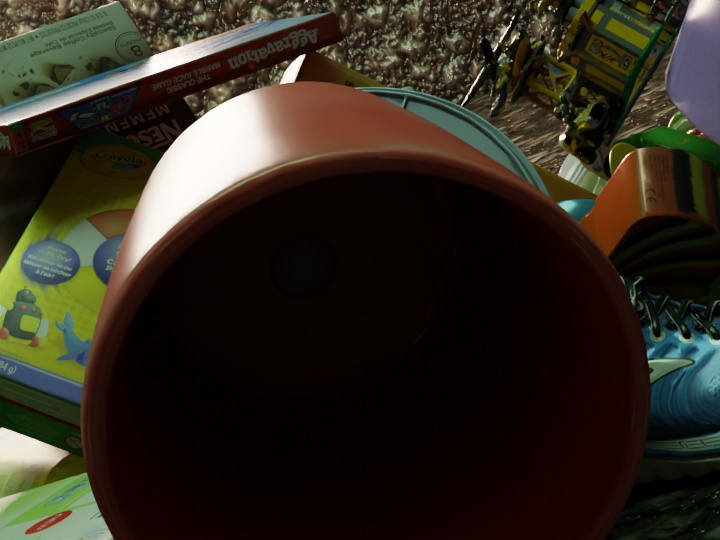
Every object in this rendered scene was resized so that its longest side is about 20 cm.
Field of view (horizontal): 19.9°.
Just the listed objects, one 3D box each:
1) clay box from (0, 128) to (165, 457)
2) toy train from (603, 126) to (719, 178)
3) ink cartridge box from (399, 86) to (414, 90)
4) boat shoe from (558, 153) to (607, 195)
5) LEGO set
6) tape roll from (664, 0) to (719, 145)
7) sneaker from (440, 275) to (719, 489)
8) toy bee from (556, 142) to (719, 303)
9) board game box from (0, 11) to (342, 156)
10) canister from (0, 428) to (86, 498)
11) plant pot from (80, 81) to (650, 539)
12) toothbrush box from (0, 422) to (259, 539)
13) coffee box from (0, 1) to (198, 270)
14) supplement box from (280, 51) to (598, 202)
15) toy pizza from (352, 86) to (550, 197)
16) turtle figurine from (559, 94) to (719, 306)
[{"bbox_3d":[-0.118,0.004,1.051,0.048,0.115,0.200,106,-175,-50],"label":"clay box"},{"bbox_3d":[0.204,-0.031,0.999,0.056,0.042,0.200,-21,30,-37],"label":"toy train"},{"bbox_3d":[-0.015,0.001,1.202,0.200,0.162,0.050,-27,-4,-29],"label":"ink cartridge box"},{"bbox_3d":[0.158,-0.034,1.361,0.062,0.072,0.200,7,23,21],"label":"boat shoe"},{"bbox_3d":[0.122,-0.169,1.076,0.200,0.116,0.154,-59,-8,-10],"label":"LEGO set"},{"bbox_3d":[0.253,-0.093,0.995,0.200,0.066,0.200,14,26,-7],"label":"tape roll"},{"bbox_3d":[0.120,0.038,0.832,0.200,0.089,0.079,-21,9,17],"label":"sneaker"},{"bbox_3d":[0.126,0.005,0.966,0.108,0.131,0.200,9,-9,-23],"label":"toy bee"},{"bbox_3d":[-0.118,-0.100,1.104,0.200,0.019,0.103,-23,15,-28],"label":"board game box"},{"bbox_3d":[-0.153,0.119,1.109,0.148,0.087,0.200,-26,9,-33],"label":"canister"},{"bbox_3d":[-0.010,0.022,0.772,0.200,0.201,0.177,-23,24,-1],"label":"plant pot"},{"bbox_3d":[-0.137,0.149,0.855,0.200,0.086,0.146,-17,10,33],"label":"toothbrush box"},{"bbox_3d":[-0.199,-0.061,1.159,0.200,0.113,0.080,-23,-22,-29],"label":"coffee box"},{"bbox_3d":[0.040,-0.050,1.170,0.067,0.200,0.069,-67,12,-13],"label":"supplement box"},{"bbox_3d":[-0.004,0.008,0.941,0.200,0.201,0.032,-23,-28,3],"label":"toy pizza"},{"bbox_3d":[0.189,-0.080,1.135,0.143,0.200,0.194,7,30,-8],"label":"turtle figurine"}]
